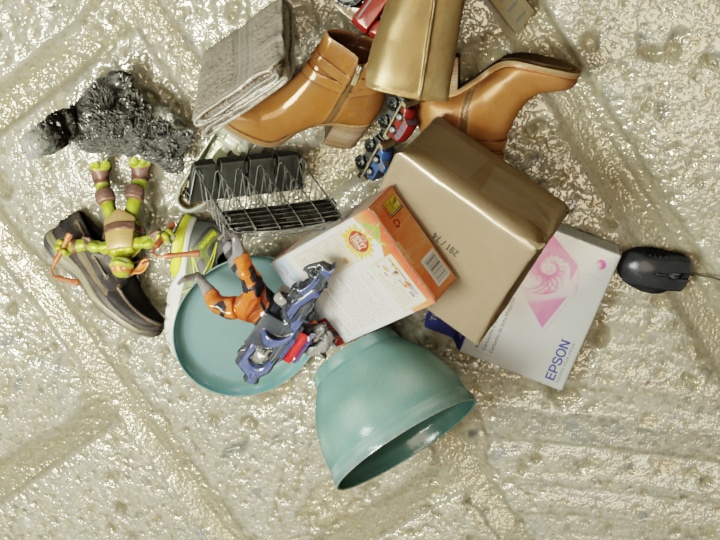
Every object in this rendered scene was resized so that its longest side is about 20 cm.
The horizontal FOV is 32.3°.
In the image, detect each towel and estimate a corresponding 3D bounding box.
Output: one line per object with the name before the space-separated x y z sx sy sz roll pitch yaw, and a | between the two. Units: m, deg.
towel | -0.136 -0.241 1.449 0.132 0.201 0.035 -31 121 16

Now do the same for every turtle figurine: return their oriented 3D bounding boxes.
turtle figurine | -0.291 -0.058 1.562 0.198 0.064 0.163 -8 71 14

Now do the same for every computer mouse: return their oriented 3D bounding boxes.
computer mouse | 0.416 0.011 1.540 0.197 0.034 0.059 9 108 4

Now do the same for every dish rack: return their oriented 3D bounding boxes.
dish rack | -0.112 -0.081 1.460 0.152 0.200 0.055 -9 122 -20

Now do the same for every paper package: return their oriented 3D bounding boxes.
paper package | 0.114 -0.046 1.472 0.199 0.103 0.191 36 134 9

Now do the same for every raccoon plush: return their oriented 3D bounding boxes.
raccoon plush | -0.297 -0.148 1.513 0.134 0.200 0.097 39 148 9

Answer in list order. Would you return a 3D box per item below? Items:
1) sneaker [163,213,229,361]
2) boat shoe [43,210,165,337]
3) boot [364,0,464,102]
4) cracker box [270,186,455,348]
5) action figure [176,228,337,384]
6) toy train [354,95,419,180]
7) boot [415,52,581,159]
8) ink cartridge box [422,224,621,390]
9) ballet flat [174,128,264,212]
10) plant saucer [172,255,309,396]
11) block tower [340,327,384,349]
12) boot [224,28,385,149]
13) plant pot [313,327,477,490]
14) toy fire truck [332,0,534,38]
sneaker | -0.205 0.030 1.608 0.084 0.075 0.202 6 109 5
boat shoe | -0.322 0.002 1.604 0.200 0.074 0.073 43 101 4
boot | 0.107 -0.286 1.377 0.173 0.066 0.202 13 108 4
cracker box | 0.000 0.000 1.477 0.199 0.058 0.134 -26 104 46
action figure | -0.100 0.026 1.491 0.193 0.105 0.200 42 117 -6
toy train | 0.048 -0.181 1.499 0.046 0.034 0.201 44 129 16
boot | 0.163 -0.178 1.488 0.197 0.077 0.157 1 107 10
ink cartridge box | 0.200 0.028 1.571 0.198 0.043 0.198 20 110 -1
ballet flat | -0.167 -0.147 1.551 0.069 0.070 0.201 37 108 -5
plant saucer | -0.147 0.069 1.602 0.198 0.027 0.202 -8 116 -16
block tower | -0.005 0.071 1.605 0.054 0.058 0.202 -23 102 14
boot | -0.064 -0.220 1.461 0.198 0.074 0.155 1 144 -23
plant pot | 0.023 0.157 1.513 0.200 0.200 0.135 -38 73 17
toy fire truck | 0.091 -0.326 1.442 0.200 0.129 0.177 40 109 4
